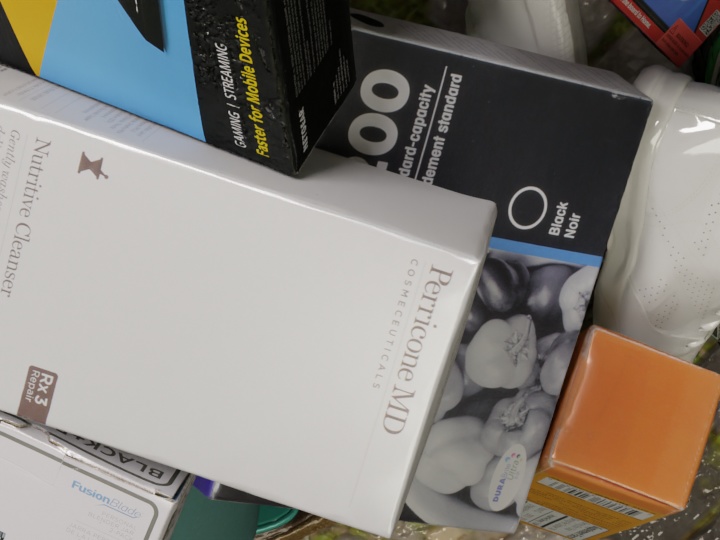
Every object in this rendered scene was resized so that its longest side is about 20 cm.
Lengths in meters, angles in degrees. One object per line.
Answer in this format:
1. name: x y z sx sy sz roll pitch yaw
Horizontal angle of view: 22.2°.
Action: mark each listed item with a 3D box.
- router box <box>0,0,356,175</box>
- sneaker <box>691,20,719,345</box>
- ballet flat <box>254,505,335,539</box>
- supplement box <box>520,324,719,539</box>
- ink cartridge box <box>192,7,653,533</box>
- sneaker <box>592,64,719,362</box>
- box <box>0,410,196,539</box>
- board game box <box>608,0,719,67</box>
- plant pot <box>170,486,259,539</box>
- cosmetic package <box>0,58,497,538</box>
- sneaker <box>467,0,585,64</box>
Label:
1. router box: -0.081 -0.128 0.570 0.149 0.051 0.200 22 151 17
2. sneaker: 0.190 -0.030 0.864 0.078 0.085 0.200 -9 124 1
3. ballet flat: -0.022 0.111 0.958 0.200 0.068 0.072 -24 141 6
4. supplement box: 0.106 0.082 0.865 0.069 0.200 0.067 20 77 -3
5. ink cartridge box: 0.000 0.000 0.731 0.200 0.043 0.198 10 105 -25
6. sneaker: 0.157 -0.001 0.828 0.088 0.075 0.200 17 146 19
7. box: -0.148 0.134 0.719 0.117 0.060 0.200 23 111 2
8. board game box: 0.126 -0.157 0.741 0.103 0.019 0.200 -49 149 9
9. plant pot: -0.129 0.029 0.813 0.200 0.201 0.161 9 116 -11
10. cosmetic package: -0.061 0.005 0.658 0.200 0.081 0.113 17 107 6
11. sneaker: 0.058 -0.075 0.827 0.088 0.075 0.200 -2 125 10
